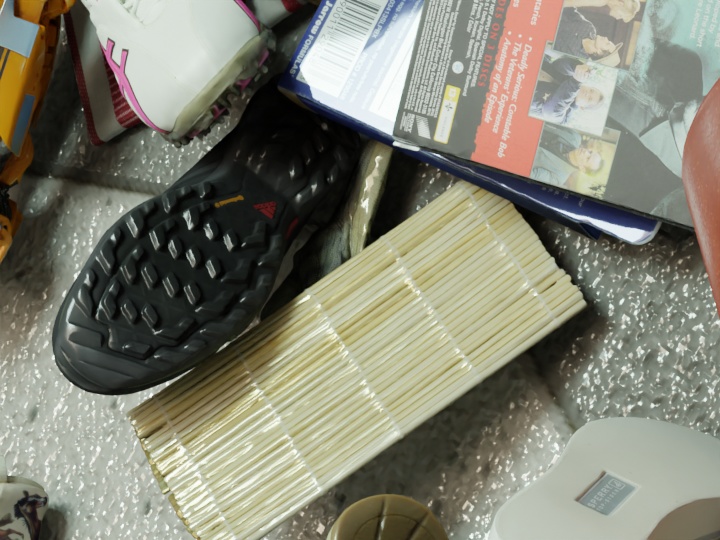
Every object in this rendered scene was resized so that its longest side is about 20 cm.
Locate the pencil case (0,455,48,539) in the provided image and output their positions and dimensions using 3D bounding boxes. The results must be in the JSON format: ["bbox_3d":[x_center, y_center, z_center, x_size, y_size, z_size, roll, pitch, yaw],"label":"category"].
[{"bbox_3d":[-0.196,0.194,1.321,0.089,0.077,0.201,147,130,-59],"label":"pencil case"}]

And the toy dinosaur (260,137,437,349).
[{"bbox_3d":[0.000,0.000,1.247,0.088,0.047,0.201,30,92,50],"label":"toy dinosaur"}]

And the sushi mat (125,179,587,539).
[{"bbox_3d":[-0.004,0.040,1.185,0.200,0.012,0.096,-35,55,-2],"label":"sushi mat"}]

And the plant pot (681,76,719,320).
[{"bbox_3d":[0.211,0.014,0.964,0.201,0.200,0.196,-39,44,24],"label":"plant pot"}]

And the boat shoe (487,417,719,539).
[{"bbox_3d":[0.097,0.110,1.031,0.072,0.200,0.069,22,110,15],"label":"boat shoe"}]

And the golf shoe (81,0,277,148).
[{"bbox_3d":[-0.098,-0.119,1.268,0.073,0.092,0.200,-47,22,5],"label":"golf shoe"}]

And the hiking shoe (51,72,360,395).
[{"bbox_3d":[-0.074,0.000,1.241,0.076,0.200,0.101,41,142,3],"label":"hiking shoe"}]

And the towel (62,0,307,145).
[{"bbox_3d":[-0.078,-0.169,1.395,0.200,0.023,0.145,-32,57,31],"label":"towel"}]

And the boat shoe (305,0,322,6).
[{"bbox_3d":[-0.051,-0.183,1.319,0.067,0.074,0.200,-52,43,-6],"label":"boat shoe"}]

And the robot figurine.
[{"bbox_3d":[-0.190,-0.073,1.396,0.145,0.058,0.201,-96,24,-78],"label":"robot figurine"}]

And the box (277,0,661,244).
[{"bbox_3d":[0.073,-0.094,1.194,0.199,0.032,0.122,26,85,30],"label":"box"}]

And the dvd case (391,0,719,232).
[{"bbox_3d":[0.120,-0.096,1.117,0.199,0.022,0.147,17,101,22],"label":"dvd case"}]

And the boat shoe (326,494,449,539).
[{"bbox_3d":[0.024,0.197,1.143,0.065,0.072,0.201,125,133,-63],"label":"boat shoe"}]
